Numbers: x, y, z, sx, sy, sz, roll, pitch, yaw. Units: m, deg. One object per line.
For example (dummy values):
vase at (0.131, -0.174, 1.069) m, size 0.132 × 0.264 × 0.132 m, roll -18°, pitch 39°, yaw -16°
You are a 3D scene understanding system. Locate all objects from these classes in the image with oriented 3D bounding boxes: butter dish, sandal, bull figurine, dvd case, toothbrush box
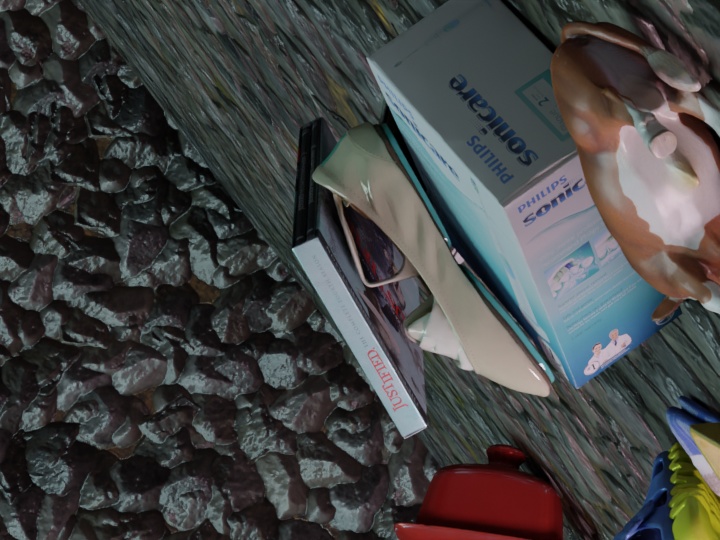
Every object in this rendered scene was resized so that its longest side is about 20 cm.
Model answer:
butter dish at (0.149, 0.263, 2.400) m, size 0.199 × 0.148 × 0.200 m, roll 6°, pitch 160°, yaw 12°
sandal at (0.214, 0.181, 1.537) m, size 0.080 × 0.087 × 0.200 m, roll 56°, pitch -167°, yaw -2°
bull figurine at (0.154, -0.033, 1.054) m, size 0.200 × 0.065 × 0.121 m, roll 55°, pitch 170°, yaw -31°
dvd case at (0.000, 0.000, 1.388) m, size 0.146 × 0.022 × 0.200 m, roll 60°, pitch -167°, yaw -21°
toothbrush box at (0.098, -0.048, 1.277) m, size 0.146 × 0.085 × 0.200 m, roll 51°, pitch 174°, yaw 38°

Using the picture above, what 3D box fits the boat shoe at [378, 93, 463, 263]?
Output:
boat shoe at (0.036, -0.066, 1.429) m, size 0.071 × 0.064 × 0.200 m, roll 34°, pitch 144°, yaw 29°

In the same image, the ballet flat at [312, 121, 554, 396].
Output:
ballet flat at (0.039, 0.005, 1.322) m, size 0.200 × 0.069 × 0.069 m, roll 56°, pitch 174°, yaw -2°

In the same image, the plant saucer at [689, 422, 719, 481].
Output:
plant saucer at (0.289, 0.172, 1.245) m, size 0.200 × 0.048 × 0.200 m, roll 56°, pitch 173°, yaw -15°

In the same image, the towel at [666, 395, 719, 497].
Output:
towel at (0.282, 0.180, 1.454) m, size 0.200 × 0.024 × 0.147 m, roll 56°, pitch 172°, yaw -20°
